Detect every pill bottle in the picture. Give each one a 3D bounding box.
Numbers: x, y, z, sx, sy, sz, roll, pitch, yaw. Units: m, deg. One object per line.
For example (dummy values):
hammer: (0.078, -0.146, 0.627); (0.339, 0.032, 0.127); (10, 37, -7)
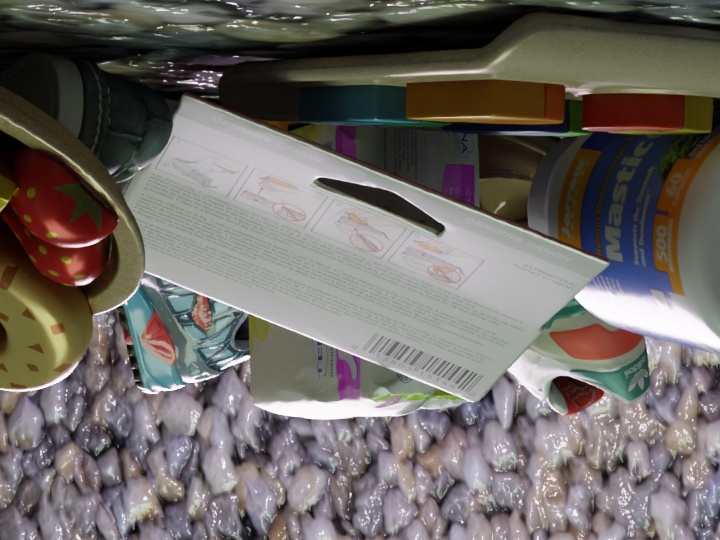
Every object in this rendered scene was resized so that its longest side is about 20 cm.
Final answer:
pill bottle: (0.153, -0.022, 1.199); (0.112, 0.113, 0.200); (0, -175, -22)

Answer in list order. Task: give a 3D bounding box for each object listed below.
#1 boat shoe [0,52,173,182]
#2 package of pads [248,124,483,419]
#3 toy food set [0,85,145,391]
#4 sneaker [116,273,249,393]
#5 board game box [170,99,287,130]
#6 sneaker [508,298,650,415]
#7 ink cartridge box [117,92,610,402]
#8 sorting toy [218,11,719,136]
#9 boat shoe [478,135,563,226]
boat shoe: (-0.147, -0.050, 1.145); (0.062, 0.073, 0.200); (5, 169, -30)
package of pads: (0.000, 0.000, 1.363); (0.068, 0.155, 0.200); (0, 177, -21)
toy food set: (-0.184, -0.026, 1.066); (0.197, 0.049, 0.200); (27, 152, -14)
sneaker: (-0.096, -0.011, 1.493); (0.095, 0.080, 0.200); (-9, 145, -1)
board game box: (-0.127, -0.066, 1.321); (0.199, 0.030, 0.095); (-7, 174, 43)
sneaker: (0.083, 0.035, 1.401); (0.070, 0.094, 0.199); (-30, -166, -28)
ink cartridge box: (-0.004, -0.022, 1.171); (0.199, 0.045, 0.176); (22, 152, -9)
sorting toy: (0.067, -0.073, 1.103); (0.184, 0.037, 0.200); (1, 176, -39)
boat shoe: (0.068, -0.036, 1.378); (0.071, 0.065, 0.200); (27, 169, -20)
